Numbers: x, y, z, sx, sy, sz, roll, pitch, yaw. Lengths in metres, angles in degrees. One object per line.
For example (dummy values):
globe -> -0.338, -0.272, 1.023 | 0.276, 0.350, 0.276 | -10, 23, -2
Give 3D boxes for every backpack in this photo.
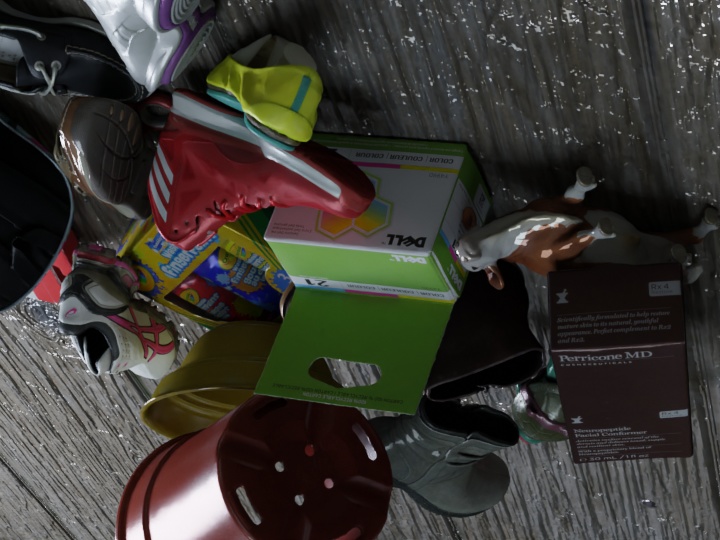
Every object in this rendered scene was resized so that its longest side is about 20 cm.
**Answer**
backpack -> -0.356, -0.060, 1.505 | 0.200, 0.178, 0.150 | 34, 169, -21

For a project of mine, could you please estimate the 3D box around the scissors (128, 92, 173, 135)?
scissors -> -0.205, -0.116, 1.479 | 0.073, 0.014, 0.200 | 25, 153, -13

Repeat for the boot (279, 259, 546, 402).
boot -> 0.037, 0.042, 1.371 | 0.199, 0.167, 0.073 | -14, 124, 1

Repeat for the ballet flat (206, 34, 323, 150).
ballet flat -> -0.064, -0.137, 1.268 | 0.067, 0.067, 0.200 | 22, -172, -19

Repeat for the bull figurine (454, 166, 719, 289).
bull figurine -> 0.169, -0.022, 1.303 | 0.199, 0.066, 0.121 | 11, 158, -26

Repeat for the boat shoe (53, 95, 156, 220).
boat shoe -> -0.215, -0.092, 1.403 | 0.071, 0.076, 0.200 | 19, 166, 11

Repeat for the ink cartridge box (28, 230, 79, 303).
ink cartridge box -> -0.344, -0.035, 1.654 | 0.199, 0.068, 0.116 | 12, 152, 17

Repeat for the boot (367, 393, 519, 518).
boot -> 0.090, 0.159, 1.493 | 0.199, 0.068, 0.130 | 20, 149, -39

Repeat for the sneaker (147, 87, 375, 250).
sneaker -> -0.083, -0.054, 1.339 | 0.200, 0.116, 0.078 | 30, -168, 35

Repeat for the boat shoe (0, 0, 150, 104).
boat shoe -> -0.259, -0.168, 1.358 | 0.199, 0.060, 0.074 | 22, 135, -2

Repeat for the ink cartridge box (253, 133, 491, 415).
ink cartridge box -> 0.000, 0.000, 1.339 | 0.147, 0.201, 0.076 | 6, 149, 26

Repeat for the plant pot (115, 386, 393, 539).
plant pot -> -0.077, 0.194, 1.420 | 0.200, 0.202, 0.195 | 27, 147, -12

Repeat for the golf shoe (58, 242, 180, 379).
golf shoe -> -0.224, 0.058, 1.563 | 0.072, 0.093, 0.200 | 11, 155, 21

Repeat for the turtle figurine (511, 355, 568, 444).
turtle figurine -> 0.178, 0.098, 1.510 | 0.149, 0.101, 0.200 | 21, 145, -13

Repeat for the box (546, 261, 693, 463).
box -> 0.202, 0.075, 1.331 | 0.099, 0.075, 0.200 | -4, 147, 11

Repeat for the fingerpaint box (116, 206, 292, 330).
fingerpaint box -> -0.111, -0.015, 1.524 | 0.166, 0.074, 0.200 | 29, 151, -15

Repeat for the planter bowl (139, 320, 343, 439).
planter bowl -> -0.092, 0.097, 1.541 | 0.199, 0.084, 0.201 | 2, 157, 1

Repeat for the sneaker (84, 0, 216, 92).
sneaker -> -0.157, -0.197, 1.238 | 0.099, 0.075, 0.200 | 34, 163, 5
